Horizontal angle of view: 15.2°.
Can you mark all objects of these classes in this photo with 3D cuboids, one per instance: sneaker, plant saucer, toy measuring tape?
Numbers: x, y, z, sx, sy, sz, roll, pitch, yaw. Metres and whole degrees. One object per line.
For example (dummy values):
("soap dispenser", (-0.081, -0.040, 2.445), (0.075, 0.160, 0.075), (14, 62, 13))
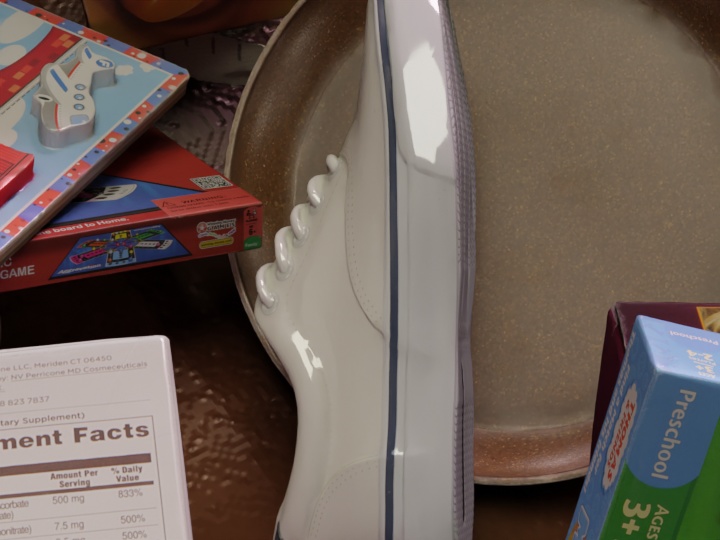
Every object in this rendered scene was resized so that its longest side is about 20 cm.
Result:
("sneaker", (0.000, 0.000, 0.871), (0.071, 0.073, 0.201), (0, 82, 8))
("plant saucer", (0.053, -0.026, 0.917), (0.200, 0.032, 0.201), (-2, 81, 12))
("toy measuring tape", (0.010, -0.089, 0.987), (0.200, 0.074, 0.074), (12, 54, 8))

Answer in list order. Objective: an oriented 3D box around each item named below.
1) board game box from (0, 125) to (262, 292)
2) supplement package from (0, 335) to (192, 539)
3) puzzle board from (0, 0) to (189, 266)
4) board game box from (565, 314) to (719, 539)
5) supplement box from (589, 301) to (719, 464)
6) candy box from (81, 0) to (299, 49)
("board game box", (-0.144, -0.016, 0.888), (0.200, 0.019, 0.103), (-10, 23, -27))
("supplement package", (-0.120, 0.124, 0.739), (0.155, 0.200, 0.111), (-6, 53, -5))
("puzzle board", (-0.167, -0.047, 0.869), (0.150, 0.017, 0.200), (24, 39, 15))
("board game box", (0.153, 0.105, 0.763), (0.200, 0.152, 0.037), (11, 24, -9))
("supplement box", (0.177, 0.072, 0.831), (0.199, 0.086, 0.110), (1, 26, -3))
("candy box", (-0.009, -0.150, 0.924), (0.200, 0.117, 0.057), (-14, 52, -3))
